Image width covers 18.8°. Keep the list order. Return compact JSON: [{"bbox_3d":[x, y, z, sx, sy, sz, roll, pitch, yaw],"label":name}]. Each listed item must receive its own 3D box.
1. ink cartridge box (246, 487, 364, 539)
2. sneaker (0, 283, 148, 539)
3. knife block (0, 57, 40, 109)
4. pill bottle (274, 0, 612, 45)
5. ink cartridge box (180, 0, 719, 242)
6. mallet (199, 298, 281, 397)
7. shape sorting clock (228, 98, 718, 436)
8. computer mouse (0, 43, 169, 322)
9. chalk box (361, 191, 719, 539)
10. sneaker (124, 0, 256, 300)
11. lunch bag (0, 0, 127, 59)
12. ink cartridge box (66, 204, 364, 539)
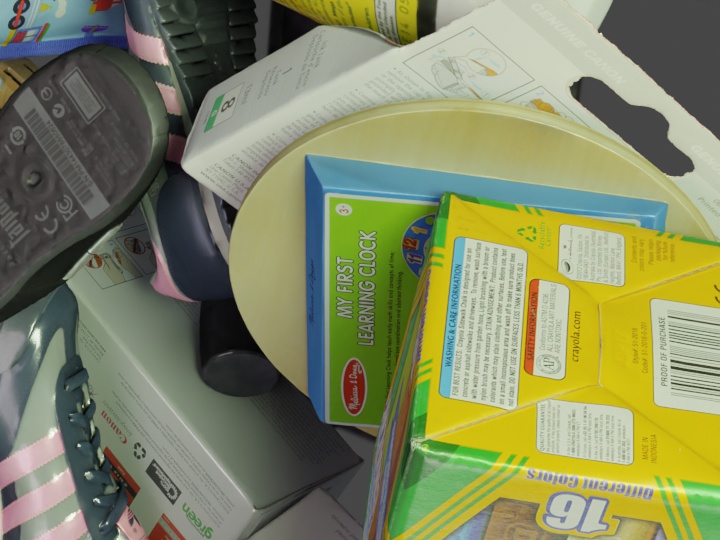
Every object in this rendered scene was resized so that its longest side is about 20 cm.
[{"bbox_3d":[-0.076,0.200,0.991,0.067,0.200,0.116,43,148,21],"label":"ink cartridge box"},{"bbox_3d":[-0.133,0.100,1.015,0.082,0.070,0.201,9,107,13],"label":"sneaker"},{"bbox_3d":[-0.208,0.005,1.162,0.064,0.200,0.176,40,170,22],"label":"knife block"},{"bbox_3d":[0.002,-0.155,0.894,0.199,0.112,0.113,28,120,30],"label":"pill bottle"},{"bbox_3d":[0.052,-0.045,0.852,0.161,0.050,0.200,37,139,-28],"label":"ink cartridge box"},{"bbox_3d":[0.000,0.000,0.979,0.199,0.041,0.066,-24,48,38],"label":"mallet"},{"bbox_3d":[0.046,0.008,0.853,0.199,0.039,0.201,5,137,4],"label":"shape sorting clock"},{"bbox_3d":[-0.170,-0.043,0.963,0.200,0.046,0.141,-46,76,21],"label":"computer mouse"},{"bbox_3d":[0.065,0.090,0.816,0.123,0.125,0.201,10,136,-4],"label":"chalk box"},{"bbox_3d":[-0.088,-0.083,0.987,0.082,0.070,0.201,-22,76,41],"label":"sneaker"},{"bbox_3d":[-0.184,-0.171,0.984,0.094,0.200,0.151,33,122,27],"label":"lunch bag"},{"bbox_3d":[-0.124,0.089,1.091,0.200,0.084,0.176,48,127,18],"label":"ink cartridge box"}]
